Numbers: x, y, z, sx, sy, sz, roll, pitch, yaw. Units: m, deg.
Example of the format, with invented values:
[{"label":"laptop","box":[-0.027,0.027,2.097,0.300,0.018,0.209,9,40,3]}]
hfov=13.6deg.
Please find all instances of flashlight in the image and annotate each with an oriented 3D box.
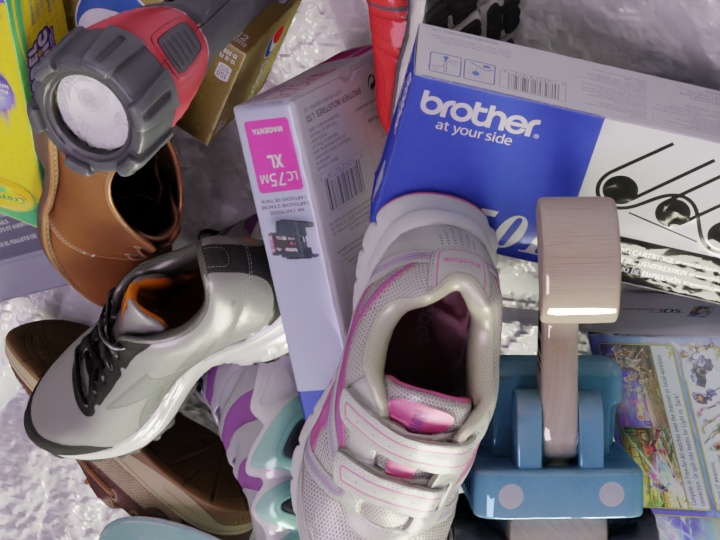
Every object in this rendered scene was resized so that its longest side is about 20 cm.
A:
[{"label":"flashlight","box":[-0.079,-0.118,1.415,0.067,0.200,0.068,23,130,14]}]

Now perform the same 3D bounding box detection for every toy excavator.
[{"label":"toy excavator","box":[0.091,0.062,1.433,0.099,0.194,0.201,-2,94,-2]}]

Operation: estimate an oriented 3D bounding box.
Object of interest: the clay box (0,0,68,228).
[{"label":"clay box","box":[-0.201,-0.099,1.528,0.114,0.048,0.201,21,142,23]}]

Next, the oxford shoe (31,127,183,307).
[{"label":"oxford shoe","box":[-0.119,-0.026,1.522,0.071,0.071,0.200,45,162,24]}]

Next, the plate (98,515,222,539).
[{"label":"plate","box":[-0.064,0.206,1.611,0.200,0.026,0.200,28,151,17]}]

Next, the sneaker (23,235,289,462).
[{"label":"sneaker","box":[-0.110,0.033,1.524,0.200,0.079,0.074,-34,56,36]}]

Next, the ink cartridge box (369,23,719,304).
[{"label":"ink cartridge box","box":[0.111,-0.046,1.410,0.199,0.044,0.094,12,130,-5]}]

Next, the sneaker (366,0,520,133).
[{"label":"sneaker","box":[0.023,-0.153,1.433,0.085,0.077,0.201,29,133,37]}]

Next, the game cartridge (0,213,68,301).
[{"label":"game cartridge","box":[-0.213,-0.047,1.654,0.199,0.041,0.133,-13,117,35]}]

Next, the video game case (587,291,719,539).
[{"label":"video game case","box":[0.221,0.106,1.495,0.181,0.045,0.201,1,121,31]}]

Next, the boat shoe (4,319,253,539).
[{"label":"boat shoe","box":[-0.129,0.100,1.646,0.200,0.072,0.072,36,126,32]}]

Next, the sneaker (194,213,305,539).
[{"label":"sneaker","box":[-0.061,0.068,1.576,0.078,0.201,0.140,18,159,-41]}]

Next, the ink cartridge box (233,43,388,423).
[{"label":"ink cartridge box","box":[0.000,0.000,1.474,0.042,0.119,0.201,-8,103,29]}]

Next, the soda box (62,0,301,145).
[{"label":"soda box","box":[-0.135,-0.152,1.516,0.200,0.064,0.068,33,133,7]}]

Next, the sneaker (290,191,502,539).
[{"label":"sneaker","box":[0.017,0.069,1.382,0.081,0.088,0.201,8,104,-7]}]
